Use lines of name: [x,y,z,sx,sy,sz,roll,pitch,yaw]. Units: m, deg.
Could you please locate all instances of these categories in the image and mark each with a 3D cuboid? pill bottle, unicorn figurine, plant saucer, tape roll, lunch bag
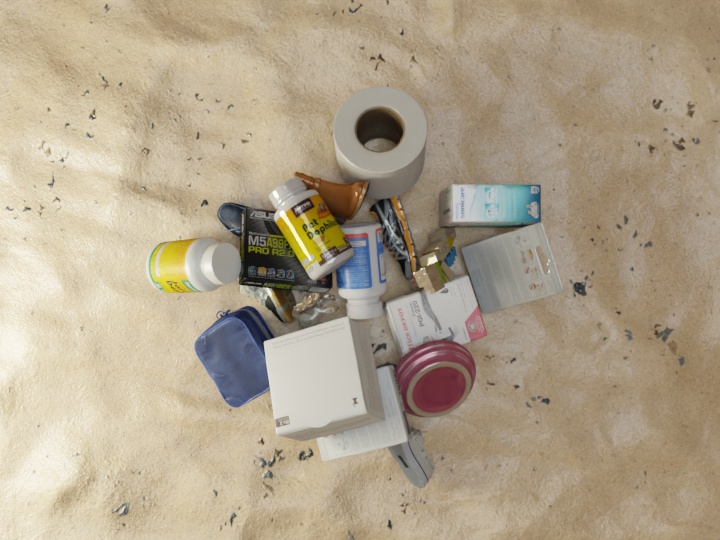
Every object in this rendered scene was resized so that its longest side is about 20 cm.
pill bottle: [-0.347,-0.010,1.537,0.198,0.112,0.114,-3,90,36]
unicorn figurine: [-0.084,0.146,1.632,0.137,0.074,0.201,-33,91,4]
pill bottle: [0.000,0.000,1.612,0.111,0.112,0.203,-5,98,-5]
plant saucer: [0.166,0.249,1.615,0.198,0.051,0.203,-7,120,-12]
tape roll: [0.043,-0.273,1.583,0.200,0.139,0.205,-1,72,2]
pill bottle: [-0.106,-0.089,1.520,0.109,0.109,0.201,-33,87,-4]
lunch bag: [-0.257,0.175,1.586,0.135,0.132,0.201,-29,92,12]

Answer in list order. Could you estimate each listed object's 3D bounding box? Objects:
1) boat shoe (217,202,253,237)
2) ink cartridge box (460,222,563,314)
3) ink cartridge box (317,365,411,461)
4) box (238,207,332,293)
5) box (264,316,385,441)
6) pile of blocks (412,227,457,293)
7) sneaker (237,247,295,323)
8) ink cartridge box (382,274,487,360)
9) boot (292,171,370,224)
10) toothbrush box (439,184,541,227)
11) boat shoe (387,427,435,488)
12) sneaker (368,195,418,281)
boat shoe: [-0.223,-0.094,1.619,0.198,0.069,0.085,25,87,-5]
ink cartridge box: [0.339,-0.006,1.629,0.198,0.047,0.162,-18,90,31]
ink cartridge box: [-0.004,0.307,1.572,0.198,0.047,0.162,-18,81,16]
box: [-0.158,-0.041,1.568,0.198,0.044,0.162,7,70,-22]
box: [-0.073,0.226,1.498,0.197,0.131,0.202,-17,68,14]
pile of blocks: [0.165,-0.016,1.632,0.082,0.062,0.201,51,43,-21]
sneaker: [-0.221,0.038,1.627,0.087,0.076,0.201,-27,103,25]
ink cartridge box: [0.165,0.109,1.646,0.198,0.085,0.147,-19,91,-3]
boot: [-0.074,-0.171,1.569,0.154,0.200,0.074,31,64,-12]
toothbrush box: [0.283,-0.141,1.627,0.197,0.146,0.087,-1,89,-4]
boat shoe: [0.114,0.383,1.641,0.086,0.074,0.203,-40,106,-34]
sneaker: [0.079,-0.070,1.650,0.076,0.078,0.202,-18,87,7]
